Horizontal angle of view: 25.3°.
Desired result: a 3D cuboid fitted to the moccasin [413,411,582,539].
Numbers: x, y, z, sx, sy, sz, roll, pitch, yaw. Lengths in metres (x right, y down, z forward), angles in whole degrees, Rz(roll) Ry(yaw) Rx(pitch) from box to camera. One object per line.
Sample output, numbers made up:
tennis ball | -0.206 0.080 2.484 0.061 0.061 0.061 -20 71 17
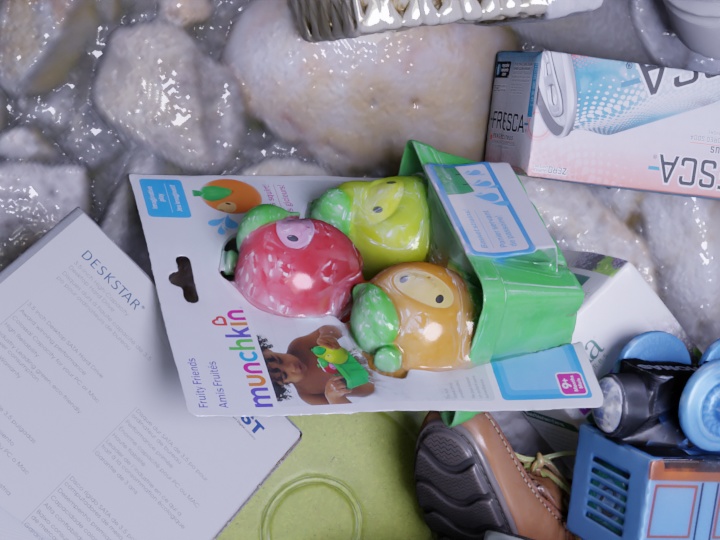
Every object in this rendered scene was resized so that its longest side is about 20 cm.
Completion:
moccasin | 0.090 0.132 0.850 0.078 0.074 0.202 -53 127 -23

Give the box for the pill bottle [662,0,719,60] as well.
pill bottle | 0.175 -0.205 0.804 0.114 0.114 0.200 -42 136 -9

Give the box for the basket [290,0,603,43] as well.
basket | 0.024 -0.210 0.776 0.123 0.136 0.201 -14 99 -14

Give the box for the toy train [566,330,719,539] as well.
toy train | 0.201 0.094 0.813 0.199 0.087 0.115 4 100 -25

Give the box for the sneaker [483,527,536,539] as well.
sneaker | 0.124 0.194 0.801 0.200 0.074 0.089 23 77 -36

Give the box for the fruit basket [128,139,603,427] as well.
fruit basket | 0.000 0.000 0.776 0.199 0.185 0.094 5 126 -21

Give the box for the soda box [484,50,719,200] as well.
soda box | 0.172 -0.075 0.877 0.199 0.064 0.069 5 95 -19

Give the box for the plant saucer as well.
plant saucer | -0.029 0.133 0.854 0.199 0.031 0.201 -2 97 -17

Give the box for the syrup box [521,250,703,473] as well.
syrup box | 0.158 0.089 0.882 0.079 0.081 0.200 -44 108 -12

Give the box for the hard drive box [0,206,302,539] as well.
hard drive box | -0.146 0.093 0.721 0.156 0.077 0.200 46 49 -3
